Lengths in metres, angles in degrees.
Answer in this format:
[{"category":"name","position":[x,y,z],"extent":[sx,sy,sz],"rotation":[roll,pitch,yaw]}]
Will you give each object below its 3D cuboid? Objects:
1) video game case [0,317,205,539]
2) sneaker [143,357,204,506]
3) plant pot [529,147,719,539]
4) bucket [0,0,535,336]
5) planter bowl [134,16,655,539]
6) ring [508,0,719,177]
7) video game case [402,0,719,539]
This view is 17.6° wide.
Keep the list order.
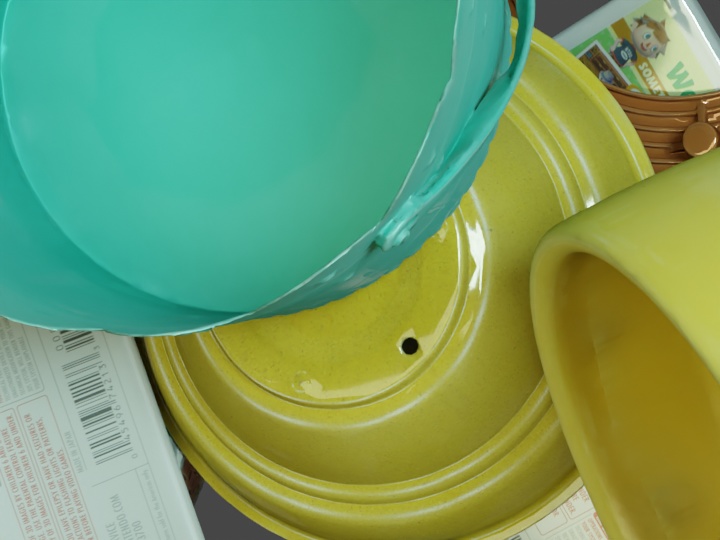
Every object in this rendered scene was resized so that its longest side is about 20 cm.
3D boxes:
[{"category":"video game case","position":[-0.139,0.113,0.795],"extent":[0.181,0.023,0.201],"rotation":[-22,97,-24]},{"category":"sneaker","position":[-0.116,0.106,0.889],"extent":[0.080,0.071,0.201],"rotation":[26,105,5]},{"category":"plant pot","position":[0.178,0.037,0.691],"extent":[0.188,0.201,0.202],"rotation":[-27,91,-11]},{"category":"bucket","position":[-0.050,-0.078,0.685],"extent":[0.206,0.135,0.209],"rotation":[-1,86,13]},{"category":"planter bowl","position":[0.000,0.000,0.782],"extent":[0.199,0.083,0.202],"rotation":[-1,87,16]},{"category":"ring","position":[0.109,-0.126,0.806],"extent":[0.199,0.019,0.202],"rotation":[-1,88,19]},{"category":"video game case","position":[0.088,0.022,0.849],"extent":[0.182,0.022,0.201],"rotation":[-31,89,17]}]
